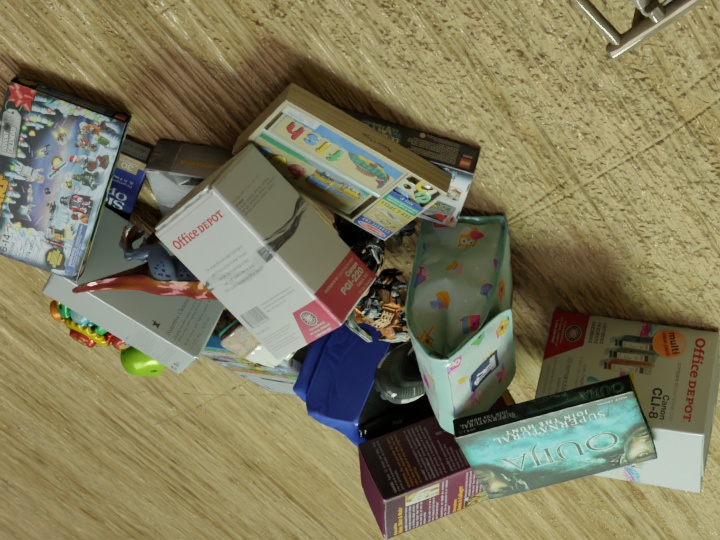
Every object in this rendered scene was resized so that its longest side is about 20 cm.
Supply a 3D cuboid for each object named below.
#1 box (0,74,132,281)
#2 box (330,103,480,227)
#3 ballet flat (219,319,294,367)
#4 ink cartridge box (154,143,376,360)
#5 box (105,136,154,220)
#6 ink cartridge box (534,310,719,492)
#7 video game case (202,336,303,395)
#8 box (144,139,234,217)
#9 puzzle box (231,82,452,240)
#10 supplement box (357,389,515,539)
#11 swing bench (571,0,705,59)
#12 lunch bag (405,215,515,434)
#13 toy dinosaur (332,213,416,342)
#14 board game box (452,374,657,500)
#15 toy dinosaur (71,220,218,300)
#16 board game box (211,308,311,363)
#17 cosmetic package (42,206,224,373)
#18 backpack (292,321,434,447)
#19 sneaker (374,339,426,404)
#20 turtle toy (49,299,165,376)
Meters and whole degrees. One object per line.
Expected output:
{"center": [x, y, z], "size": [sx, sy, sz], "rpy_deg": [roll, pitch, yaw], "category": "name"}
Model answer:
{"center": [-0.352, -0.102, 1.624], "size": [0.136, 0.040, 0.201], "rpy_deg": [19, 109, -3], "category": "box"}
{"center": [0.020, -0.114, 1.535], "size": [0.199, 0.035, 0.110], "rpy_deg": [17, 149, 0], "category": "box"}
{"center": [-0.107, 0.079, 1.716], "size": [0.068, 0.200, 0.067], "rpy_deg": [-40, 85, 14], "category": "ballet flat"}
{"center": [-0.104, -0.018, 1.537], "size": [0.200, 0.085, 0.146], "rpy_deg": [45, 144, -11], "category": "ink cartridge box"}
{"center": [-0.322, -0.108, 1.723], "size": [0.121, 0.033, 0.200], "rpy_deg": [22, 150, -8], "category": "box"}
{"center": [0.317, 0.154, 1.706], "size": [0.199, 0.146, 0.145], "rpy_deg": [7, 147, 16], "category": "ink cartridge box"}
{"center": [-0.121, 0.130, 1.907], "size": [0.143, 0.018, 0.200], "rpy_deg": [6, 162, 35], "category": "video game case"}
{"center": [-0.151, -0.065, 1.687], "size": [0.158, 0.048, 0.200], "rpy_deg": [9, 148, 13], "category": "box"}
{"center": [-0.021, -0.110, 1.504], "size": [0.199, 0.026, 0.133], "rpy_deg": [28, 148, -17], "category": "puzzle box"}
{"center": [0.104, 0.235, 1.753], "size": [0.199, 0.086, 0.111], "rpy_deg": [-19, 147, -11], "category": "supplement box"}
{"center": [0.218, -0.291, 1.062], "size": [0.200, 0.130, 0.199], "rpy_deg": [-18, 134, 44], "category": "swing bench"}
{"center": [0.111, 0.061, 1.601], "size": [0.121, 0.201, 0.171], "rpy_deg": [3, 146, 10], "category": "lunch bag"}
{"center": [0.000, 0.000, 1.630], "size": [0.102, 0.136, 0.200], "rpy_deg": [2, 146, 26], "category": "toy dinosaur"}
{"center": [0.216, 0.187, 1.589], "size": [0.199, 0.028, 0.135], "rpy_deg": [-16, 136, 13], "category": "board game box"}
{"center": [-0.193, 0.016, 1.658], "size": [0.181, 0.200, 0.105], "rpy_deg": [41, 176, 25], "category": "toy dinosaur"}
{"center": [-0.155, 0.057, 1.892], "size": [0.199, 0.041, 0.200], "rpy_deg": [15, 149, 4], "category": "board game box"}
{"center": [-0.269, 0.022, 1.746], "size": [0.200, 0.113, 0.081], "rpy_deg": [32, 152, -13], "category": "cosmetic package"}
{"center": [0.028, 0.151, 1.845], "size": [0.167, 0.163, 0.200], "rpy_deg": [17, 166, 43], "category": "backpack"}
{"center": [0.096, 0.094, 1.719], "size": [0.067, 0.200, 0.091], "rpy_deg": [54, 135, 12], "category": "sneaker"}
{"center": [-0.325, 0.062, 1.896], "size": [0.200, 0.101, 0.146], "rpy_deg": [36, 162, -27], "category": "turtle toy"}
